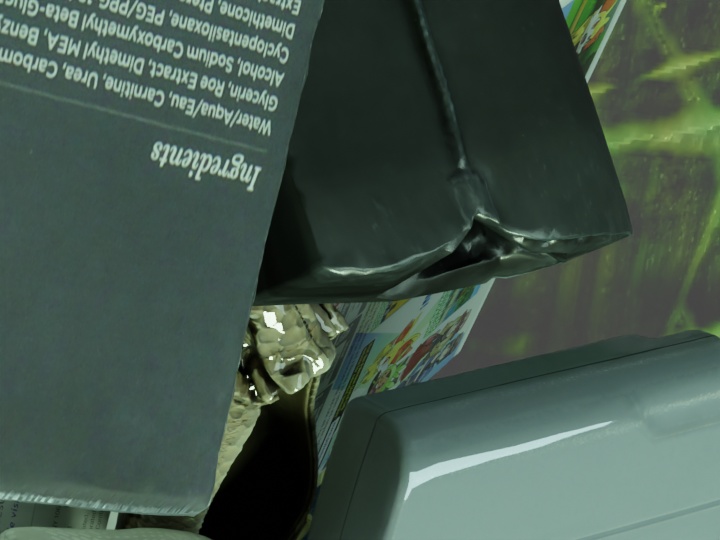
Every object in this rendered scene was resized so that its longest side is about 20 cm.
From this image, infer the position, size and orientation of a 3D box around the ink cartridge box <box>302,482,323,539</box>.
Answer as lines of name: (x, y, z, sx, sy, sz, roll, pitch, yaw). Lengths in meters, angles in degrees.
ink cartridge box: (-0.030, 0.172, 0.851, 0.200, 0.067, 0.116, -46, 105, -14)

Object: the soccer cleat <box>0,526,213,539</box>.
soccer cleat: (-0.089, 0.146, 0.733, 0.086, 0.070, 0.200, 15, 110, -26)

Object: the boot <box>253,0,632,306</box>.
boot: (0.027, -0.098, 0.671, 0.165, 0.066, 0.200, -11, 75, -19)

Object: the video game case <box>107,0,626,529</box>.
video game case: (0.000, 0.000, 0.855, 0.182, 0.022, 0.200, -39, 160, -41)

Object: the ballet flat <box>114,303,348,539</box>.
ballet flat: (-0.028, 0.044, 0.736, 0.067, 0.046, 0.200, -56, 166, -27)

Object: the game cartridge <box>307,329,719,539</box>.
game cartridge: (0.040, 0.122, 0.796, 0.133, 0.040, 0.200, -10, 113, -30)

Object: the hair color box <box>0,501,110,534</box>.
hair color box: (-0.151, 0.076, 0.718, 0.200, 0.065, 0.110, 11, 93, -57)

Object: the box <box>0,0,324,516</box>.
box: (-0.115, -0.071, 0.602, 0.117, 0.196, 0.200, 11, 92, -54)
